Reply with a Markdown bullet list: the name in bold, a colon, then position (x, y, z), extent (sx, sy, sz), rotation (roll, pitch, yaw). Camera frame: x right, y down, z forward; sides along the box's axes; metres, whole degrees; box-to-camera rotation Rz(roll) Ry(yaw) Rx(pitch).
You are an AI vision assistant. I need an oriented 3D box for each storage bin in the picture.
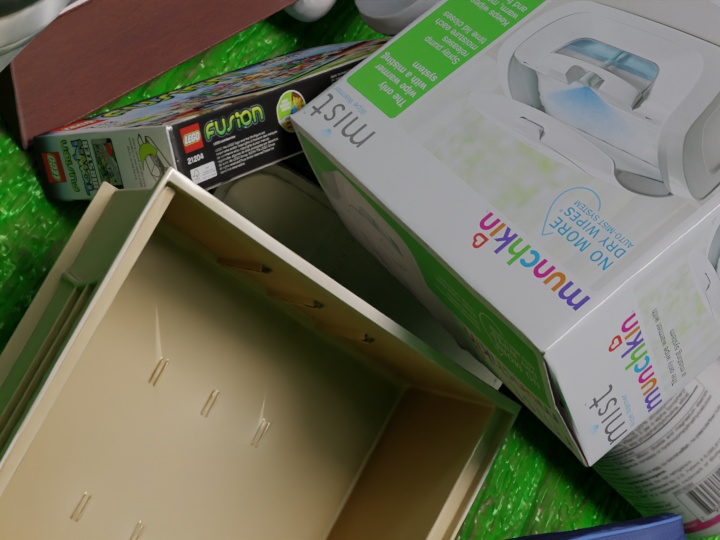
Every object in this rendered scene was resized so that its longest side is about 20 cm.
- **storage bin**: position (-0.068, 0.093, 0.622), extent (0.199, 0.093, 0.200), rotation (34, 78, -25)

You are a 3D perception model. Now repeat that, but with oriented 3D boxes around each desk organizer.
- **desk organizer**: position (-0.115, -0.151, 0.732), extent (0.199, 0.077, 0.072), rotation (-34, 61, -28)

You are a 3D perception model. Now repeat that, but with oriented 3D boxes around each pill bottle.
- **pill bottle**: position (0.159, 0.060, 0.854), extent (0.200, 0.113, 0.114), rotation (44, 50, -18)

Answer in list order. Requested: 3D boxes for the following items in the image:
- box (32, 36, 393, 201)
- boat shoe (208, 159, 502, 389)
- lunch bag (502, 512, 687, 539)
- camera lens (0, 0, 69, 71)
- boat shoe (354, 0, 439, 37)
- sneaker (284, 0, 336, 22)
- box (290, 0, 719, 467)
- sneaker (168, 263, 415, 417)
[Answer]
- **box**: position (-0.056, -0.081, 0.731), extent (0.199, 0.109, 0.035), rotation (-27, 110, -44)
- **boat shoe**: position (-0.002, 0.002, 0.777), extent (0.198, 0.075, 0.066), rotation (32, 11, -20)
- **lunch bag**: position (0.095, 0.203, 0.717), extent (0.199, 0.135, 0.134), rotation (3, 74, -51)
- **camera lens**: position (-0.210, -0.127, 0.559), extent (0.159, 0.199, 0.162), rotation (16, 62, -34)
- **boat shoe**: position (0.056, -0.202, 0.839), extent (0.066, 0.069, 0.201), rotation (58, 42, -44)
- **sneaker**: position (0.012, -0.215, 0.871), extent (0.099, 0.078, 0.201), rotation (41, 52, -25)
- **box**: position (0.097, -0.045, 0.647), extent (0.176, 0.200, 0.097), rotation (-37, 138, -8)
- **sneaker**: position (-0.050, 0.048, 0.716), extent (0.199, 0.075, 0.085), rotation (37, 58, -15)
